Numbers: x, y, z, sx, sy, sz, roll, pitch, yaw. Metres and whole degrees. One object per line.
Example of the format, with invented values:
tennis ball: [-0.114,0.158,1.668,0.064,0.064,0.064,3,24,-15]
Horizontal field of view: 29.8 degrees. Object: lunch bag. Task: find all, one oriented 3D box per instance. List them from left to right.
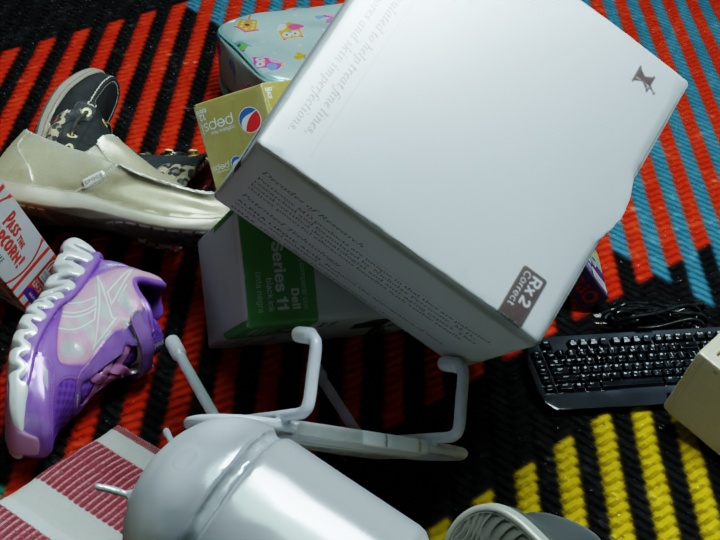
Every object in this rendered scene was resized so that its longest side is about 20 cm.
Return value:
lunch bag: [-0.032,-0.182,1.269,0.200,0.077,0.160,-11,39,-24]

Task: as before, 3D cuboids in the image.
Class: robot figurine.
robot figurine: [-0.044,0.154,0.721,0.200,0.113,0.170,33,17,12]

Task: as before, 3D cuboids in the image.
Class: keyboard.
keyboard: [0.217,0.053,0.997,0.200,0.040,0.104,-2,36,-14]

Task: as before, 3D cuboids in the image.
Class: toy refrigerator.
toy refrigerator: [0.309,0.053,0.961,0.076,0.070,0.200,42,49,21]

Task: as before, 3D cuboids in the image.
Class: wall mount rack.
wall mount rack: [-0.032,0.078,0.858,0.200,0.075,0.174,14,-15,-35]

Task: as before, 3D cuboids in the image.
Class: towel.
towel: [-0.163,0.171,0.780,0.144,0.023,0.200,26,38,27]

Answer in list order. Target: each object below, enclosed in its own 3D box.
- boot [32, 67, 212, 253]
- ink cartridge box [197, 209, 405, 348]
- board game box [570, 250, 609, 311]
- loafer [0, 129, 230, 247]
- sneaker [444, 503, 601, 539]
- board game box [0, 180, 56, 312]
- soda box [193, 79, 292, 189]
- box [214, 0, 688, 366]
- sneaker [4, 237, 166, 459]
boot: [-0.195,-0.089,1.109,0.150,0.073,0.200,11,38,9]
ink cartridge box: [0.000,0.000,0.937,0.200,0.083,0.147,-5,-8,-17]
board game box: [0.128,-0.074,1.053,0.032,0.200,0.120,-27,30,22]
loafer: [-0.175,-0.063,0.994,0.200,0.068,0.076,10,-9,-2]
sneaker: [0.139,0.203,0.738,0.200,0.075,0.106,51,18,23]
board game box: [-0.323,-0.059,0.976,0.200,0.152,0.046,26,67,26]
soda box: [-0.049,-0.115,1.082,0.064,0.068,0.200,-13,5,28]
box: [0.053,-0.079,0.822,0.200,0.131,0.199,35,71,-8]
sneaker: [-0.180,0.052,0.909,0.088,0.081,0.200,14,33,-3]
